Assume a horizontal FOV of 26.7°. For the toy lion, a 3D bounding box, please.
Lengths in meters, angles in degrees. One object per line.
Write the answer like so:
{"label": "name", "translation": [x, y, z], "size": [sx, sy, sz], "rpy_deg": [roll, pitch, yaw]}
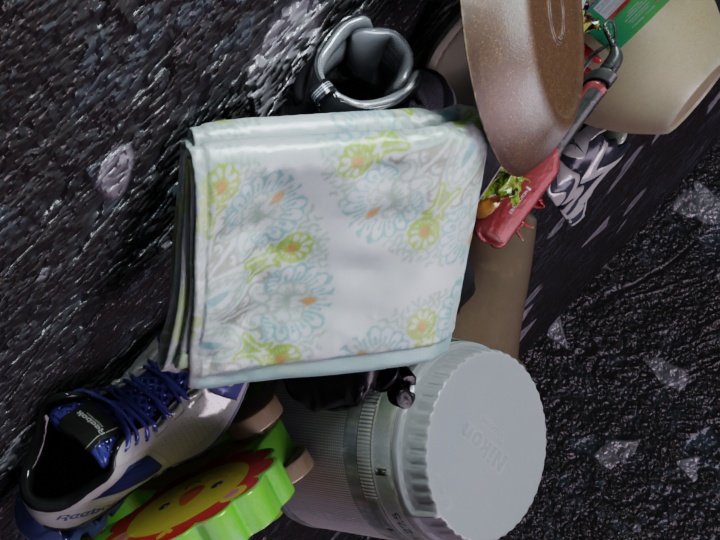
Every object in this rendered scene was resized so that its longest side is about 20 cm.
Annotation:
{"label": "toy lion", "translation": [-0.131, 0.172, 1.088], "size": [0.199, 0.069, 0.192], "rpy_deg": [-22, -167, 25]}

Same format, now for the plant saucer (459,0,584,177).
{"label": "plant saucer", "translation": [0.107, -0.160, 0.948], "size": [0.200, 0.036, 0.202], "rpy_deg": [-4, 90, -70]}

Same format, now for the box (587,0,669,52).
{"label": "box", "translation": [0.253, -0.276, 1.255], "size": [0.117, 0.048, 0.200], "rpy_deg": [-45, -172, 43]}

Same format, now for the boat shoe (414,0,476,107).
{"label": "boat shoe", "translation": [0.073, -0.147, 1.110], "size": [0.201, 0.071, 0.060], "rpy_deg": [113, -22, -46]}

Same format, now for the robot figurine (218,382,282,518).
{"label": "robot figurine", "translation": [-0.063, 0.150, 1.364], "size": [0.199, 0.116, 0.175], "rpy_deg": [-27, -177, -26]}

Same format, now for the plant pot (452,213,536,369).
{"label": "plant pot", "translation": [0.078, 0.012, 1.385], "size": [0.176, 0.199, 0.200], "rpy_deg": [-69, 165, 6]}

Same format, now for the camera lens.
{"label": "camera lens", "translation": [0.026, 0.131, 1.198], "size": [0.199, 0.161, 0.160], "rpy_deg": [0, -151, 44]}

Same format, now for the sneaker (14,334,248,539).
{"label": "sneaker", "translation": [-0.156, 0.105, 1.027], "size": [0.199, 0.081, 0.115], "rpy_deg": [-44, 169, -16]}

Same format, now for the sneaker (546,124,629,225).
{"label": "sneaker", "translation": [0.261, -0.129, 1.745], "size": [0.129, 0.080, 0.199], "rpy_deg": [-41, 159, 6]}

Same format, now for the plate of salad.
{"label": "plate of salad", "translation": [0.131, -0.123, 1.146], "size": [0.201, 0.048, 0.200], "rpy_deg": [-62, -179, 2]}

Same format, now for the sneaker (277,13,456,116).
{"label": "sneaker", "translation": [0.016, -0.111, 0.977], "size": [0.200, 0.075, 0.114], "rpy_deg": [-32, 163, -46]}

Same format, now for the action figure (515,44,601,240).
{"label": "action figure", "translation": [0.146, -0.094, 1.290], "size": [0.200, 0.099, 0.065], "rpy_deg": [-44, 166, -7]}

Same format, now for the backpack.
{"label": "backpack", "translation": [0.000, 0.000, 1.101], "size": [0.126, 0.168, 0.200], "rpy_deg": [-7, -167, 30]}

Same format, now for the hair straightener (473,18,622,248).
{"label": "hair straightener", "translation": [0.145, -0.116, 1.218], "size": [0.201, 0.041, 0.077], "rpy_deg": [-59, -158, 11]}

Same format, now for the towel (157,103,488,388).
{"label": "towel", "translation": [-0.022, -0.013, 0.920], "size": [0.198, 0.048, 0.172], "rpy_deg": [-6, 127, -23]}

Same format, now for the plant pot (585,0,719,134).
{"label": "plant pot", "translation": [0.273, -0.209, 1.455], "size": [0.200, 0.134, 0.200], "rpy_deg": [-47, 168, -13]}
